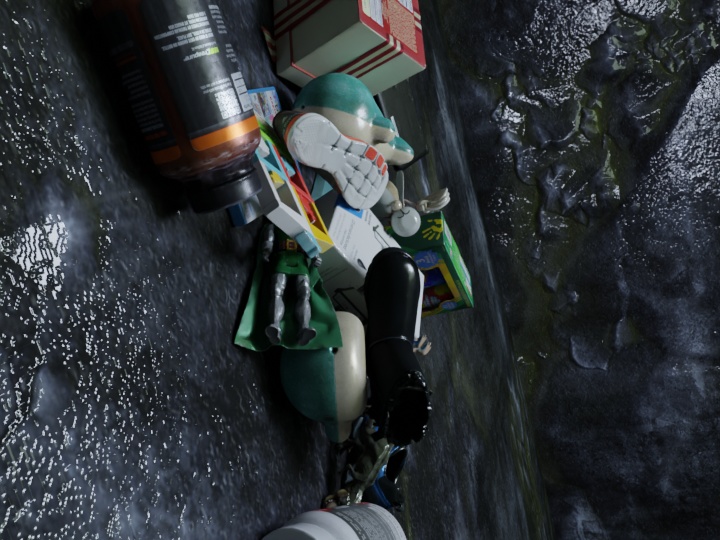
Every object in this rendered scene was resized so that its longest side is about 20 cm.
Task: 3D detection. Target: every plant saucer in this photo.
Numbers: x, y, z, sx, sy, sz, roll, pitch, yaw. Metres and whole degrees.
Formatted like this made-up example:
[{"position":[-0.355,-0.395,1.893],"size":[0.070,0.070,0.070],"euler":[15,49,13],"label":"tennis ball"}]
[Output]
[{"position":[-0.045,-0.152,1.022],"size":[0.202,0.019,0.070],"euler":[-82,154,-45],"label":"plant saucer"}]

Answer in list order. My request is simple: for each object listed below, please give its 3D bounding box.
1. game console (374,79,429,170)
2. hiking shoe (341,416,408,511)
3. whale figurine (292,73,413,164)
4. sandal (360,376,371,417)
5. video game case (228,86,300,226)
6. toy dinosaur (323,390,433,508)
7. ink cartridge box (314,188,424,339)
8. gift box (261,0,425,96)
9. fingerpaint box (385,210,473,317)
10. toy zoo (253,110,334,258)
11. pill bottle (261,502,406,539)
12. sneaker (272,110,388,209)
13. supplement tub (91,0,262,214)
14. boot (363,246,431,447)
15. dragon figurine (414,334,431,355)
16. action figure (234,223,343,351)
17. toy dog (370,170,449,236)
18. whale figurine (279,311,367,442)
[{"position":[0.079,-0.357,1.490],"size":[0.175,0.116,0.202],"euler":[-38,118,-36],"label":"game console"},{"position":[0.031,0.252,0.904],"size":[0.075,0.086,0.202],"euler":[59,27,-44],"label":"hiking shoe"},{"position":[-0.006,-0.214,0.914],"size":[0.198,0.158,0.105],"euler":[14,86,-42],"label":"whale figurine"},{"position":[0.010,0.130,0.948],"size":[0.048,0.074,0.202],"euler":[94,-1,-52],"label":"sandal"},{"position":[-0.129,-0.148,0.780],"size":[0.200,0.018,0.145],"euler":[-51,126,-66],"label":"video game case"},{"position":[0.013,0.226,0.831],"size":[0.201,0.088,0.047],"euler":[-52,129,-10],"label":"toy dinosaur"},{"position":[0.000,0.000,0.883],"size":[0.200,0.084,0.147],"euler":[47,31,-24],"label":"ink cartridge box"},{"position":[-0.036,-0.369,0.931],"size":[0.199,0.185,0.187],"euler":[19,61,-46],"label":"gift box"},{"position":[0.093,0.003,1.101],"size":[0.201,0.165,0.074],"euler":[56,27,-49],"label":"fingerpaint box"},{"position":[-0.089,-0.098,0.702],"size":[0.202,0.020,0.131],"euler":[64,13,24],"label":"toy zoo"},{"position":[-0.029,0.310,0.661],"size":[0.200,0.112,0.116],"euler":[36,46,-63],"label":"pill bottle"},{"position":[-0.036,-0.151,0.813],"size":[0.082,0.077,0.200],"euler":[38,1,40],"label":"sneaker"},{"position":[-0.156,-0.157,0.575],"size":[0.107,0.106,0.202],"euler":[-58,134,-63],"label":"supplement tub"},{"position":[0.043,0.093,0.753],"size":[0.163,0.072,0.201],"euler":[-106,-159,-64],"label":"boot"},{"position":[0.051,0.137,1.059],"size":[0.201,0.099,0.059],"euler":[-59,146,-13],"label":"dragon figurine"},{"position":[-0.082,-0.003,0.731],"size":[0.055,0.116,0.202],"euler":[111,-21,-46],"label":"action figure"},{"position":[0.031,-0.114,0.989],"size":[0.132,0.199,0.097],"euler":[-44,113,-27],"label":"toy dog"},{"position":[-0.045,0.132,0.780],"size":[0.201,0.102,0.161],"euler":[95,-7,-65],"label":"whale figurine"}]
